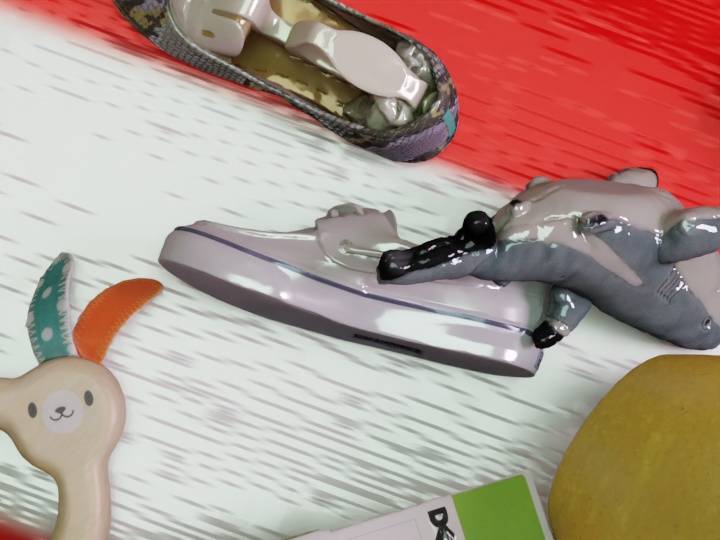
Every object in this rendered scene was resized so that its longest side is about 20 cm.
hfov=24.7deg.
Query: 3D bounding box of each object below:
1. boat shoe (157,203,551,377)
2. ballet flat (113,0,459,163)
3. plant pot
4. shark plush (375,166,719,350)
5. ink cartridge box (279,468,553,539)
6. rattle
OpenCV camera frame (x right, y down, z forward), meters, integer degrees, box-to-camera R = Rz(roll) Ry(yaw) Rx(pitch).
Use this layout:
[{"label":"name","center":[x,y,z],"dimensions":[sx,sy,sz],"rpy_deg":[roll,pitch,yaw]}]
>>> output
[{"label":"boat shoe","center":[0.000,0.000,0.826],"dimensions":[0.198,0.074,0.066],"rpy_deg":[16,79,-10]},{"label":"ballet flat","center":[-0.037,-0.121,0.832],"dimensions":[0.199,0.072,0.073],"rpy_deg":[27,84,1]},{"label":"plant pot","center":[0.173,0.120,0.770],"dimensions":[0.142,0.200,0.200],"rpy_deg":[36,83,30]},{"label":"shark plush","center":[0.106,0.003,0.792],"dimensions":[0.199,0.091,0.084],"rpy_deg":[-4,111,-39]},{"label":"ink cartridge box","center":[0.006,0.198,0.785],"dimensions":[0.198,0.076,0.149],"rpy_deg":[-16,73,-8]},{"label":"rattle","center":[-0.171,0.080,0.775],"dimensions":[0.130,0.143,0.201],"rpy_deg":[36,90,20]}]
